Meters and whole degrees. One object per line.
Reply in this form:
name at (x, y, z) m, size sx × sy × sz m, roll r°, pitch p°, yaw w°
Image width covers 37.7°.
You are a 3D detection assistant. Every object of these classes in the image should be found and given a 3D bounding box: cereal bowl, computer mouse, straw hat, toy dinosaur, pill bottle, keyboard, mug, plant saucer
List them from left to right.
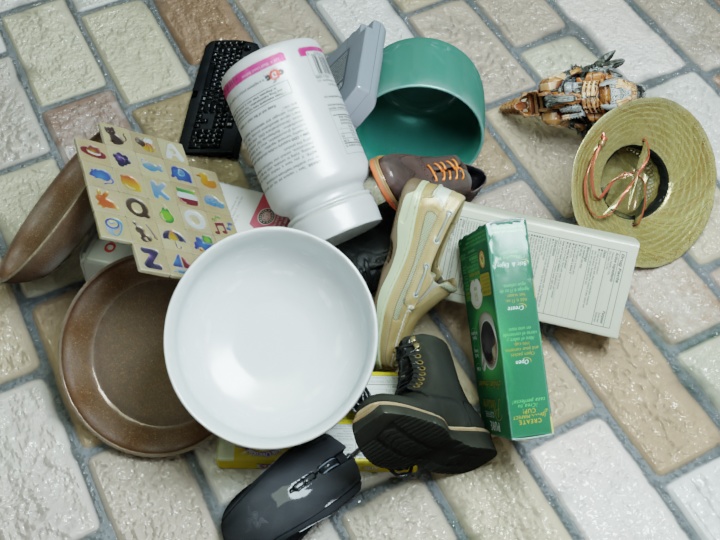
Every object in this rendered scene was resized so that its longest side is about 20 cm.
plant saucer at (-0.316, -0.062, 1.134) m, size 0.037 × 0.200 × 0.202 m, roll 38°, pitch 52°, yaw -23°
plant saucer at (-0.201, 0.083, 1.055) m, size 0.198 × 0.037 × 0.203 m, roll 0°, pitch 88°, yaw 5°
keyboard at (-0.164, -0.227, 1.326) m, size 0.103 × 0.040 × 0.202 m, roll 4°, pitch 55°, yaw 3°
cereal bowl at (-0.082, 0.064, 0.987) m, size 0.198 × 0.083 × 0.203 m, roll 0°, pitch 83°, yaw -3°
computer mouse at (-0.058, 0.173, 1.000) m, size 0.199 × 0.046 × 0.141 m, roll -30°, pitch 72°, yaw -11°
pill bottle at (-0.058, -0.126, 1.092) m, size 0.112 × 0.113 × 0.202 m, roll -21°, pitch 85°, yaw -15°
mug at (0.054, -0.196, 1.233) m, size 0.183 × 0.153 × 0.115 m, roll 5°, pitch 50°, yaw 2°
toy dinosaur at (0.250, -0.208, 1.248) m, size 0.135 × 0.103 × 0.199 m, roll -13°, pitch 31°, yaw -41°
straw hat at (0.300, -0.102, 1.203) m, size 0.200 × 0.203 × 0.085 m, roll -27°, pitch 15°, yaw -19°

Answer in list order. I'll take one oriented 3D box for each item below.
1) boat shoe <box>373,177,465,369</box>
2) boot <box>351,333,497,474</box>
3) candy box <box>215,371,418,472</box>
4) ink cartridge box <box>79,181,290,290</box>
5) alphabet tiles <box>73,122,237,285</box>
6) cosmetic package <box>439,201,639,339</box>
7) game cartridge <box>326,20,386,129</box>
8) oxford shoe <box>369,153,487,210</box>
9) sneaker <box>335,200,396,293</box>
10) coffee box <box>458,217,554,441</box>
boat shoe at (0.060, 0.012, 1.067) m, size 0.075 × 0.202 × 0.072 m, roll 16°, pitch 19°, yaw 13°
boot at (0.042, 0.111, 0.995) m, size 0.077 × 0.200 × 0.139 m, roll -31°, pitch 58°, yaw 19°
candy box at (-0.041, 0.150, 1.058) m, size 0.198 × 0.027 × 0.103 m, roll 1°, pitch 58°, yaw 1°
ink cartridge box at (-0.182, -0.022, 1.147) m, size 0.198 × 0.085 × 0.147 m, roll 15°, pitch 55°, yaw 8°
alphabet tiles at (-0.198, -0.067, 1.054) m, size 0.165 × 0.006 × 0.201 m, roll 11°, pitch 43°, yaw -40°
cosmetic package at (0.183, -0.004, 1.115) m, size 0.198 × 0.073 × 0.105 m, roll 14°, pitch 100°, yaw 8°
game cartridge at (-0.043, -0.183, 1.213) m, size 0.041 × 0.200 × 0.134 m, roll 24°, pitch 52°, yaw -27°
oxford shoe at (0.074, -0.103, 1.141) m, size 0.072 × 0.199 × 0.072 m, roll -29°, pitch 78°, yaw 25°
sneaker at (0.000, 0.002, 1.145) m, size 0.103 × 0.060 × 0.201 m, roll 4°, pitch 50°, yaw 9°
coffee box at (0.138, 0.059, 1.017) m, size 0.043 × 0.123 × 0.202 m, roll -6°, pitch 84°, yaw -8°
